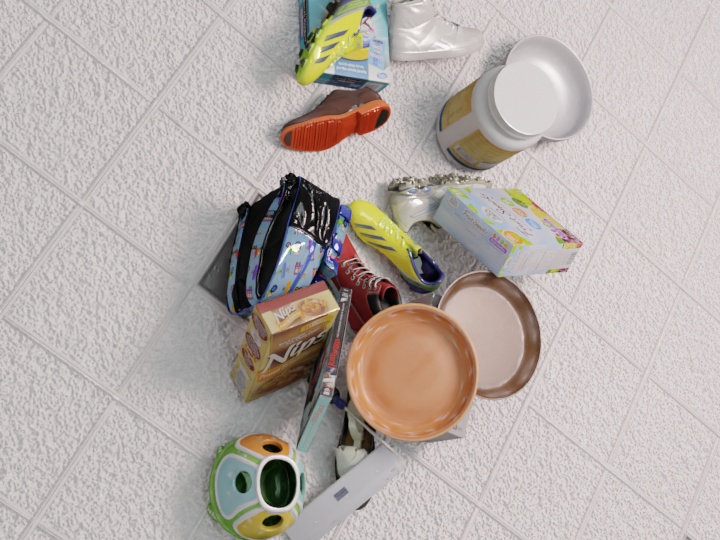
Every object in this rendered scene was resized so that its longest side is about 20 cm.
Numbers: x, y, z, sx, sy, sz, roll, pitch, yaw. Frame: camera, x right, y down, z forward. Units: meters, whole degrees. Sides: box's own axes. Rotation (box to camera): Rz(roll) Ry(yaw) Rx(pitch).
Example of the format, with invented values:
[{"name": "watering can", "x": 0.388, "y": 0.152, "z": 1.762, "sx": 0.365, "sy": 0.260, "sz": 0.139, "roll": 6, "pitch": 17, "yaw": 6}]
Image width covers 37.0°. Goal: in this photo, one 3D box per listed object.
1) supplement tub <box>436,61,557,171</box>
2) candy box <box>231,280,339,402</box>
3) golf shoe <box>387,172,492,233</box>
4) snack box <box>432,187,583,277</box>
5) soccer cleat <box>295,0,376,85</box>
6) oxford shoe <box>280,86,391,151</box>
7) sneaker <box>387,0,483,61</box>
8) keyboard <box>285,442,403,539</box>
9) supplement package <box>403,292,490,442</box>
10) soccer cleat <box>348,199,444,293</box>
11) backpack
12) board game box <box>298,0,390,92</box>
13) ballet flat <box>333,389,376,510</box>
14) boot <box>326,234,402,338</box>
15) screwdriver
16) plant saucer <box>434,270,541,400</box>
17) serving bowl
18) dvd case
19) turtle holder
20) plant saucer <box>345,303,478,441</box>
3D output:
[{"name": "supplement tub", "x": 0.230, "y": -0.260, "z": 1.819, "sx": 0.143, "sy": 0.200, "sz": 0.147, "roll": 4, "pitch": 78, "yaw": -22}, {"name": "candy box", "x": -0.112, "y": 0.106, "z": 1.560, "sx": 0.114, "sy": 0.201, "sz": 0.056, "roll": -20, "pitch": 65, "yaw": -29}, {"name": "golf shoe", "x": 0.136, "y": -0.115, "z": 1.828, "sx": 0.197, "sy": 0.078, "sz": 0.099, "roll": -8, "pitch": 101, "yaw": -25}, {"name": "snack box", "x": 0.246, "y": -0.066, "z": 1.783, "sx": 0.198, "sy": 0.068, "sz": 0.169, "roll": -5, "pitch": 40, "yaw": -45}, {"name": "soccer cleat", "x": -0.036, "y": -0.371, "z": 1.729, "sx": 0.083, "sy": 0.065, "sz": 0.202, "roll": 35, "pitch": 65, "yaw": -16}, {"name": "oxford shoe", "x": -0.050, "y": -0.251, "z": 1.766, "sx": 0.198, "sy": 0.072, "sz": 0.073, "roll": -18, "pitch": 58, "yaw": -26}, {"name": "sneaker", "x": 0.136, "y": -0.432, "z": 1.864, "sx": 0.198, "sy": 0.074, "sz": 0.117, "roll": -13, "pitch": 119, "yaw": -29}, {"name": "keyboard", "x": -0.025, "y": 0.339, "z": 1.609, "sx": 0.199, "sy": 0.011, "sz": 0.057, "roll": -39, "pitch": 106, "yaw": -5}, {"name": "supplement package", "x": 0.112, "y": 0.157, "z": 1.711, "sx": 0.116, "sy": 0.117, "sz": 0.203, "roll": 23, "pitch": 68, "yaw": -20}, {"name": "soccer cleat", "x": 0.062, "y": -0.045, "z": 1.752, "sx": 0.200, "sy": 0.083, "sz": 0.065, "roll": 47, "pitch": 63, "yaw": -10}, {"name": "backpack", "x": -0.115, "y": -0.016, "z": 1.596, "sx": 0.133, "sy": 0.182, "sz": 0.203, "roll": 26, "pitch": 61, "yaw": -26}, {"name": "board game box", "x": -0.028, "y": -0.413, "z": 1.815, "sx": 0.149, "sy": 0.047, "sz": 0.203, "roll": 4, "pitch": 77, "yaw": -27}, {"name": "ballet flat", "x": -0.010, "y": 0.262, "z": 1.649, "sx": 0.067, "sy": 0.068, "sz": 0.203, "roll": -3, "pitch": 69, "yaw": 18}, {"name": "boot", "x": 0.000, "y": 0.000, "z": 1.676, "sx": 0.072, "sy": 0.144, "sz": 0.202, "roll": -22, "pitch": 88, "yaw": -29}, {"name": "screwdriver", "x": -0.013, "y": 0.213, "z": 1.614, "sx": 0.028, "sy": 0.199, "sz": 0.029, "roll": -35, "pitch": 139, "yaw": -23}, {"name": "plant saucer", "x": 0.195, "y": 0.102, "z": 1.682, "sx": 0.197, "sy": 0.032, "sz": 0.204, "roll": 7, "pitch": 76, "yaw": -27}, {"name": "serving bowl", "x": 0.329, "y": -0.325, "z": 1.967, "sx": 0.197, "sy": 0.066, "sz": 0.203, "roll": 6, "pitch": 76, "yaw": -25}, {"name": "dvd case", "x": -0.053, "y": 0.144, "z": 1.574, "sx": 0.022, "sy": 0.147, "sz": 0.202, "roll": 16, "pitch": 48, "yaw": -7}, {"name": "turtle holder", "x": -0.147, "y": 0.324, "z": 1.529, "sx": 0.140, "sy": 0.131, "sz": 0.187, "roll": 31, "pitch": 66, "yaw": -18}, {"name": "plant saucer", "x": 0.077, "y": 0.151, "z": 1.599, "sx": 0.197, "sy": 0.037, "sz": 0.204, "roll": 0, "pitch": 82, "yaw": 0}]
